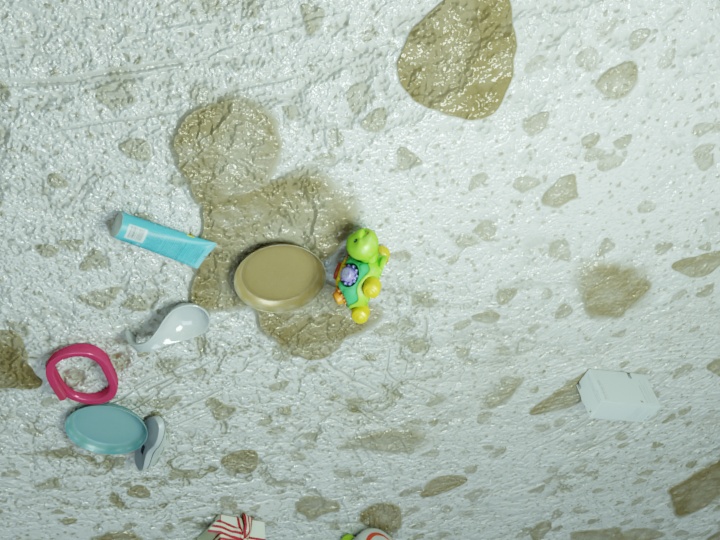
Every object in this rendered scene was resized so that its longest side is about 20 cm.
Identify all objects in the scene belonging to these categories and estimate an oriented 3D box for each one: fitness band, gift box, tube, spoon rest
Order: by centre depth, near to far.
[{"bbox_3d":[-0.386,-0.058,1.491,0.198,0.051,0.077,22,130,-36],"label":"tube"},{"bbox_3d":[-0.420,0.129,1.654,0.197,0.061,0.100,-21,135,10],"label":"spoon rest"},{"bbox_3d":[-0.634,0.240,1.735,0.140,0.038,0.202,-11,136,-6],"label":"fitness band"},{"bbox_3d":[-0.394,0.855,2.285,0.197,0.187,0.187,18,130,-35],"label":"gift box"}]

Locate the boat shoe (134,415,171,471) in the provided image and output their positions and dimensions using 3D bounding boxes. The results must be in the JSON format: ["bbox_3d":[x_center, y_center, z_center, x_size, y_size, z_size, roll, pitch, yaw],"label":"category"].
[{"bbox_3d":[-0.519,0.435,1.937,0.069,0.071,0.202,-11,139,-42],"label":"boat shoe"}]

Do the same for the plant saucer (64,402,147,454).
[{"bbox_3d":[-0.623,0.386,1.871,0.195,0.028,0.203,-2,134,-2],"label":"plant saucer"}]

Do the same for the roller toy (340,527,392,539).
[{"bbox_3d":[0.038,0.942,2.466,0.198,0.184,0.140,24,125,-31],"label":"roller toy"}]

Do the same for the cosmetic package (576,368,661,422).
[{"bbox_3d":[0.705,0.343,2.081,0.196,0.114,0.082,8,133,-23],"label":"cosmetic package"}]

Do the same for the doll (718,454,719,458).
[{"bbox_3d":[1.228,0.575,2.468,0.136,0.049,0.200,-37,138,10],"label":"doll"}]

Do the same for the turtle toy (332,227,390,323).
[{"bbox_3d":[0.000,0.000,1.581,0.099,0.147,0.202,21,129,-2],"label":"turtle toy"}]

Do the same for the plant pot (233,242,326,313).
[{"bbox_3d":[-0.171,0.012,1.619,0.195,0.028,0.203,-6,134,-6],"label":"plant pot"}]
